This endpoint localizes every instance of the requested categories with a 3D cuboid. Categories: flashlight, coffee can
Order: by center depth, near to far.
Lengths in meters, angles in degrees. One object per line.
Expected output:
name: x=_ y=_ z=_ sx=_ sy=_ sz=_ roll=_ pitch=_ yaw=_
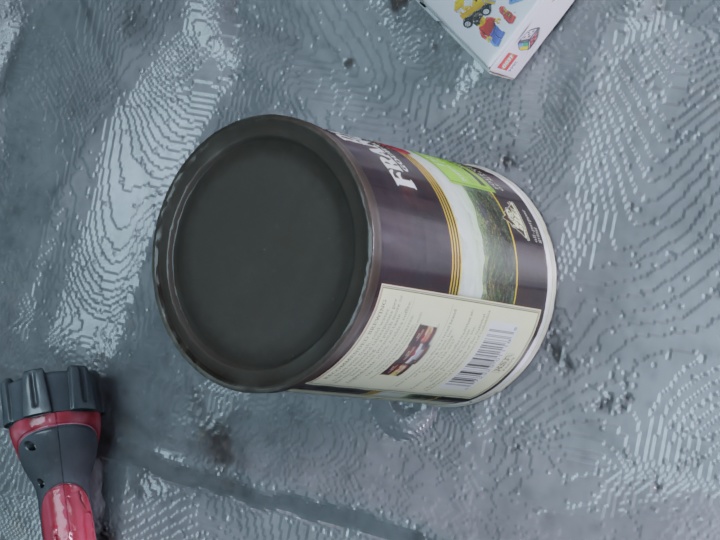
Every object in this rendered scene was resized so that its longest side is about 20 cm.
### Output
coffee can: x=0.000 y=0.000 z=1.302 sx=0.145 sy=0.199 sz=0.148 roll=-4 pitch=82 yaw=33
flashlight: x=-0.187 y=0.165 z=1.492 sx=0.068 sy=0.067 sz=0.202 roll=-20 pitch=73 yaw=36

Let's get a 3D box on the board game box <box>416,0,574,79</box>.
board game box: x=0.102 y=-0.230 z=1.357 sx=0.126 sy=0.035 sz=0.200 roll=48 pitch=111 yaw=27
